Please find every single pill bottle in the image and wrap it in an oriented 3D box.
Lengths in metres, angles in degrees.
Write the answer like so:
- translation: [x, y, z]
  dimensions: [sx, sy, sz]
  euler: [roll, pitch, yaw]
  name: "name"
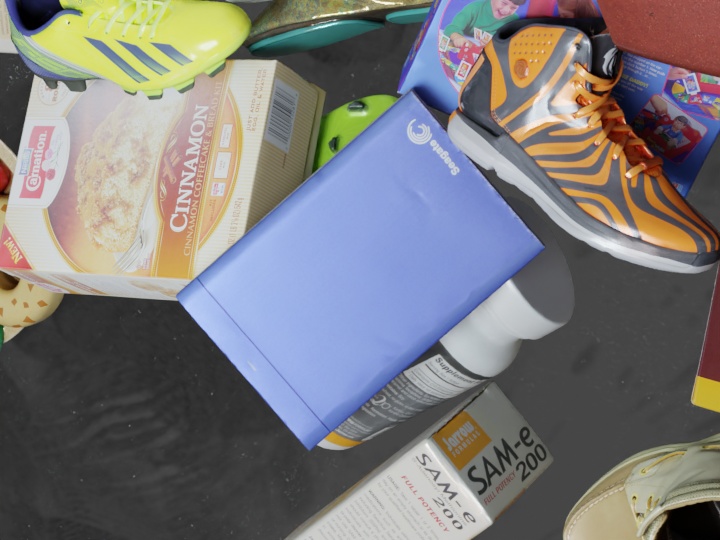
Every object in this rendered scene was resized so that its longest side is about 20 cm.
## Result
- translation: [0.038, 0.034, 1.693]
  dimensions: [0.199, 0.116, 0.117]
  euler: [-29, 94, 29]
  name: "pill bottle"

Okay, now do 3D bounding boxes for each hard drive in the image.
- translation: [0.000, 0.000, 1.595]
  dimensions: [0.200, 0.025, 0.132]
  euler: [-41, 94, 6]
  name: "hard drive"

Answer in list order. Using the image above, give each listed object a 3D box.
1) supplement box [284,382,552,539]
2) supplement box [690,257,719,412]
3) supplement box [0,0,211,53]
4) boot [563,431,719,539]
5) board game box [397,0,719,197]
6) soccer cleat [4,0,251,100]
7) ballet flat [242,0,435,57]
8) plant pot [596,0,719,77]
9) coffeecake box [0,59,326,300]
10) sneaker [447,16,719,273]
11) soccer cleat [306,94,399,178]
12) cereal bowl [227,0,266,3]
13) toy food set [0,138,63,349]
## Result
- translation: [0.023, 0.175, 1.732]
  dimensions: [0.200, 0.126, 0.074]
  euler: [-40, 88, 30]
  name: "supplement box"
- translation: [0.330, -0.003, 1.539]
  dimensions: [0.196, 0.133, 0.201]
  euler: [15, 113, 19]
  name: "supplement box"
- translation: [-0.208, -0.218, 1.744]
  dimensions: [0.199, 0.074, 0.127]
  euler: [5, 110, 22]
  name: "supplement box"
- translation: [0.200, 0.169, 1.641]
  dimensions: [0.199, 0.155, 0.073]
  euler: [-24, 96, 29]
  name: "boot"
- translation: [0.141, -0.138, 1.594]
  dimensions: [0.199, 0.045, 0.135]
  euler: [23, 116, -6]
  name: "board game box"
- translation: [-0.158, -0.161, 1.637]
  dimensions: [0.199, 0.065, 0.084]
  euler: [2, 131, 41]
  name: "soccer cleat"
- translation: [0.010, -0.189, 1.666]
  dimensions: [0.199, 0.071, 0.071]
  euler: [-9, 103, 26]
  name: "ballet flat"
- translation: [0.227, -0.226, 1.462]
  dimensions: [0.176, 0.200, 0.201]
  euler: [-5, 126, 35]
  name: "plant pot"
- translation: [-0.137, -0.061, 1.705]
  dimensions: [0.199, 0.073, 0.154]
  euler: [3, 77, 30]
  name: "coffeecake box"
- translation: [0.147, -0.086, 1.519]
  dimensions: [0.200, 0.077, 0.112]
  euler: [34, 115, 21]
  name: "sneaker"
- translation: [-0.034, -0.042, 1.733]
  dimensions: [0.200, 0.081, 0.068]
  euler: [-44, 58, 10]
  name: "soccer cleat"
- translation: [-0.053, -0.222, 1.584]
  dimensions: [0.199, 0.200, 0.084]
  euler: [-17, 84, 28]
  name: "cereal bowl"
- translation: [-0.318, -0.023, 1.873]
  dimensions: [0.198, 0.049, 0.200]
  euler: [-34, 92, 29]
  name: "toy food set"
